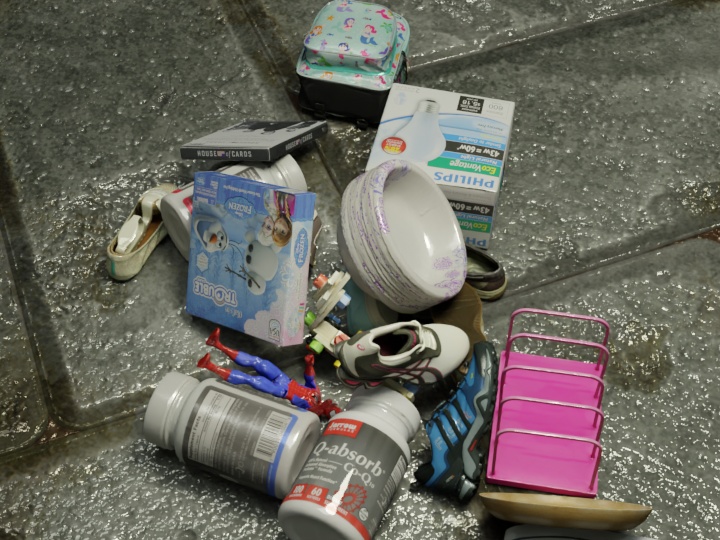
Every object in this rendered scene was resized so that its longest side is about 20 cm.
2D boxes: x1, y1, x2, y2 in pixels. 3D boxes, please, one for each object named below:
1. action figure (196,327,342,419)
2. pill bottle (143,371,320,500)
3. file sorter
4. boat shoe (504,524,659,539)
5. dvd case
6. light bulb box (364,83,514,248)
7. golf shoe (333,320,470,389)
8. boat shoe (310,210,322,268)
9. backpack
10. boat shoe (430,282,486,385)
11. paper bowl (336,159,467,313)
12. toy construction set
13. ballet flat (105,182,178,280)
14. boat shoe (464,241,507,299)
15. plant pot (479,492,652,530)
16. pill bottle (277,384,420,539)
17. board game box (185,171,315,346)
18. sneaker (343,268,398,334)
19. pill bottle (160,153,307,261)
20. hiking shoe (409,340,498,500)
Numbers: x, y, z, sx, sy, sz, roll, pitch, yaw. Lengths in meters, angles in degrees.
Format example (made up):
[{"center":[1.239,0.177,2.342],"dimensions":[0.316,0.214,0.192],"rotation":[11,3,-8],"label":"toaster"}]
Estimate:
[{"center":[-0.097,0.134,1.481],"dimensions":[0.200,0.099,0.065],"rotation":[31,49,-17],"label":"action figure"},{"center":[-0.161,0.201,1.450],"dimensions":[0.200,0.114,0.114],"rotation":[18,52,14],"label":"pill bottle"},{"center":[0.243,0.162,1.477],"dimensions":[0.139,0.126,0.200],"rotation":[7,51,6],"label":"file sorter"},{"center":[0.267,0.353,1.362],"dimensions":[0.201,0.075,0.086],"rotation":[10,60,-1],"label":"boat shoe"},{"center":[-0.158,-0.198,1.757],"dimensions":[0.150,0.025,0.200],"rotation":[3,19,23],"label":"dvd case"},{"center":[0.118,-0.158,1.744],"dimensions":[0.198,0.125,0.200],"rotation":[9,50,7],"label":"light bulb box"},{"center":[0.066,0.099,1.426],"dimensions":[0.200,0.088,0.077],"rotation":[-8,69,-34],"label":"golf shoe"},{"center":[-0.099,-0.012,1.663],"dimensions":[0.060,0.072,0.200],"rotation":[47,40,-15],"label":"boat shoe"},{"center":[-0.007,-0.354,1.900],"dimensions":[0.177,0.151,0.200],"rotation":[12,46,11],"label":"backpack"},{"center":[0.135,0.093,1.573],"dimensions":[0.074,0.067,0.200],"rotation":[-4,39,-2],"label":"boat shoe"},{"center":[0.047,-0.039,1.555],"dimensions":[0.104,0.201,0.201],"rotation":[-27,41,33],"label":"paper bowl"},{"center":[-0.007,0.096,1.513],"dimensions":[0.092,0.131,0.200],"rotation":[-38,91,-14],"label":"toy construction set"},{"center":[-0.314,-0.071,1.709],"dimensions":[0.067,0.062,0.200],"rotation":[13,51,10],"label":"ballet flat"},{"center":[0.118,-0.024,1.669],"dimensions":[0.200,0.066,0.072],"rotation":[23,57,18],"label":"boat shoe"},{"center":[0.238,0.281,1.355],"dimensions":[0.199,0.200,0.028],"rotation":[4,84,3],"label":"plant pot"},{"center":[-0.008,0.244,1.414],"dimensions":[0.116,0.116,0.200],"rotation":[19,53,15],"label":"pill bottle"},{"center":[-0.150,-0.019,1.548],"dimensions":[0.200,0.200,0.043],"rotation":[15,15,41],"label":"board game box"},{"center":[0.000,0.000,1.638],"dimensions":[0.082,0.074,0.200],"rotation":[-23,49,29],"label":"sneaker"},{"center":[-0.182,-0.099,1.702],"dimensions":[0.200,0.111,0.111],"rotation":[-29,56,-22],"label":"pill bottle"},{"center":[0.120,0.181,1.444],"dimensions":[0.086,0.074,0.201],"rotation":[11,84,10],"label":"hiking shoe"}]
